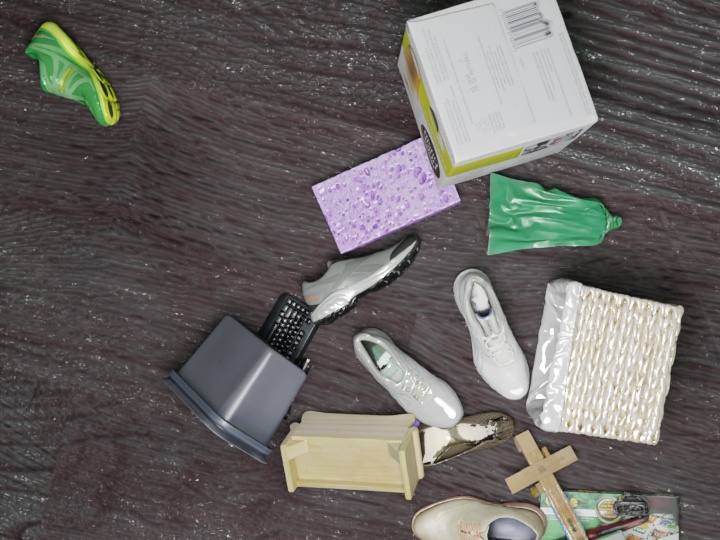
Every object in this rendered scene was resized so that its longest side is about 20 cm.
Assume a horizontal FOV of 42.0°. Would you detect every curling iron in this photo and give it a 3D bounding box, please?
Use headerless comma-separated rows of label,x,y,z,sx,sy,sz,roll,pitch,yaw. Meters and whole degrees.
curling iron,0.322,0.371,1.342,0.198,0.026,0.050,-28,64,9

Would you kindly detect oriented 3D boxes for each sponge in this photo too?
sponge,0.038,-0.113,1.402,0.198,0.030,0.113,-23,86,5

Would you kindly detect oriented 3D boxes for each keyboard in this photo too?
keyboard,-0.126,0.143,1.410,0.103,0.040,0.202,29,93,7

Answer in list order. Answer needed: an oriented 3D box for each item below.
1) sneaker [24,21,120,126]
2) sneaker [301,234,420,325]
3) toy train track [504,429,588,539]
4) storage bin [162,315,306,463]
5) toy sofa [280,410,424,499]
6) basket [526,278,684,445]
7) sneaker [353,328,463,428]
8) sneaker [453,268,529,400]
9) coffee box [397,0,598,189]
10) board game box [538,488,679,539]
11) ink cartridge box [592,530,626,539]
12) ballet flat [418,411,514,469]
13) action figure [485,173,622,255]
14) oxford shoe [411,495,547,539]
sneaker,-0.441,-0.289,1.440,0.083,0.074,0.200,-41,76,2
sneaker,0.000,0.000,1.384,0.199,0.074,0.080,-32,78,4
toy train track,0.276,0.327,1.340,0.114,0.033,0.201,-21,69,-17
storage bin,-0.165,0.163,1.335,0.145,0.200,0.135,40,84,-35
toy sofa,-0.009,0.267,1.363,0.197,0.098,0.084,-1,112,18
basket,0.325,0.125,1.281,0.159,0.198,0.203,12,90,4
sneaker,0.062,0.160,1.361,0.200,0.080,0.071,39,92,11
sneaker,0.187,0.095,1.352,0.074,0.087,0.202,-25,87,3
coffee box,0.178,-0.248,1.293,0.198,0.198,0.202,-18,86,-4
board game box,0.358,0.373,1.359,0.197,0.023,0.106,2,90,6
ink cartridge box,0.322,0.468,1.279,0.145,0.085,0.201,-22,123,6
ballet flat,0.130,0.251,1.375,0.198,0.046,0.068,-15,86,6
action figure,0.282,-0.074,1.362,0.197,0.055,0.120,4,88,-1
oxford shoe,0.166,0.366,1.349,0.197,0.074,0.072,-8,88,15
